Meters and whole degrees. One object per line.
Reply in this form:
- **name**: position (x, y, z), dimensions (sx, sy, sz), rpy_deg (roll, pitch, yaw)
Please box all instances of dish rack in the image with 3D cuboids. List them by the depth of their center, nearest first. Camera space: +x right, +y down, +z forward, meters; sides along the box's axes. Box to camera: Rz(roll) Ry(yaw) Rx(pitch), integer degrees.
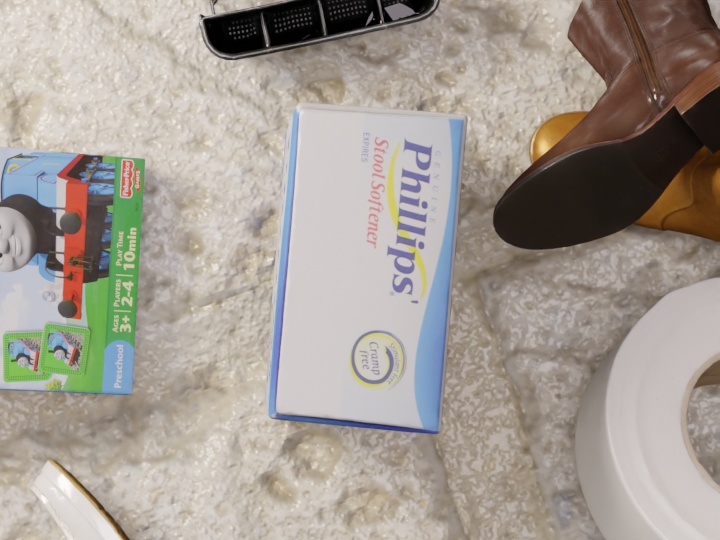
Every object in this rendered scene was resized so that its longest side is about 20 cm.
- **dish rack**: position (-0.042, -0.240, 1.514), dimensions (0.153, 0.055, 0.201), rpy_deg (-12, 89, -3)

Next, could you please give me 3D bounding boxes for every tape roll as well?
- **tape roll**: position (0.237, 0.108, 1.475), dimensions (0.202, 0.071, 0.203), rpy_deg (5, 68, -11)

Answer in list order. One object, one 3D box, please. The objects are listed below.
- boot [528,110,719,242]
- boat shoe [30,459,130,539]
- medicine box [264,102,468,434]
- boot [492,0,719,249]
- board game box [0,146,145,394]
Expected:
- **boot**: position (0.208, -0.058, 1.475), dimensions (0.201, 0.144, 0.071), rpy_deg (18, 87, -2)
- **boat shoe**: position (-0.155, 0.213, 1.490), dimensions (0.069, 0.071, 0.200), rpy_deg (-34, 92, -4)
- **medicine box**: position (0.000, 0.000, 1.436), dimensions (0.103, 0.200, 0.183), rpy_deg (5, 88, -2)
- **boot**: position (0.147, -0.113, 1.473), dimensions (0.186, 0.200, 0.064), rpy_deg (-28, 125, 7)
- **board game box**: position (-0.235, -0.002, 1.473), dimensions (0.199, 0.037, 0.152), rpy_deg (3, 89, -25)
